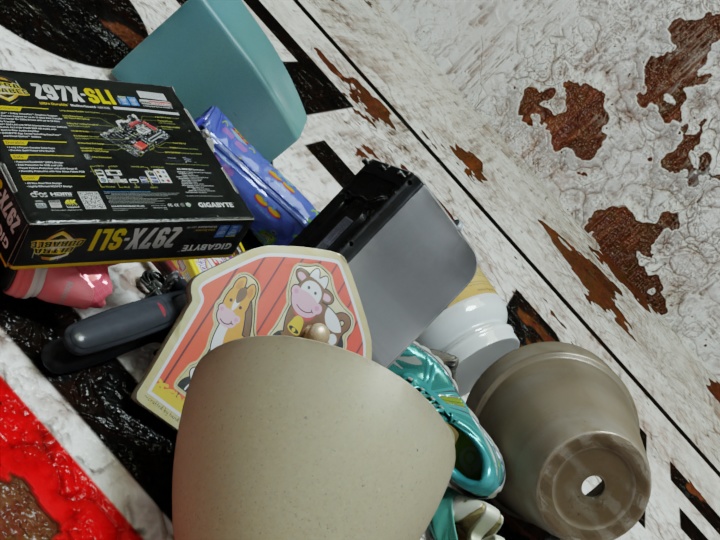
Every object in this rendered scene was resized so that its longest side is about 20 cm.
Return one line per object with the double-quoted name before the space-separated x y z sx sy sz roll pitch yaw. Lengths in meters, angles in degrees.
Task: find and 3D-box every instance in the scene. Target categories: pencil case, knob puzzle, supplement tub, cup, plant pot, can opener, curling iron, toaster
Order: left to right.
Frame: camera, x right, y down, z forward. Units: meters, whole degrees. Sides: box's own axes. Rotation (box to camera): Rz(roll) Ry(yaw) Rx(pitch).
"curling iron" -0.211 -0.040 0.918 0.201 0.026 0.049 54 18 19
"can opener" -0.168 0.044 0.793 0.079 0.063 0.200 52 20 13
"plant pot" -0.163 -0.219 1.204 0.200 0.141 0.142 49 19 -17
"pencil case" -0.123 -0.094 1.121 0.200 0.078 0.087 44 -9 -8
"knob puzzle" -0.060 0.067 0.821 0.218 0.030 0.223 4 83 -33
"cup" -0.048 0.163 0.679 0.200 0.200 0.144 39 47 -20
"toaster" 0.000 0.000 0.972 0.119 0.200 0.181 45 -3 -16
"supplement tub" 0.085 0.039 1.204 0.144 0.145 0.201 14 37 -57
"plant pot" 0.216 0.192 1.050 0.200 0.200 0.174 43 3 -11

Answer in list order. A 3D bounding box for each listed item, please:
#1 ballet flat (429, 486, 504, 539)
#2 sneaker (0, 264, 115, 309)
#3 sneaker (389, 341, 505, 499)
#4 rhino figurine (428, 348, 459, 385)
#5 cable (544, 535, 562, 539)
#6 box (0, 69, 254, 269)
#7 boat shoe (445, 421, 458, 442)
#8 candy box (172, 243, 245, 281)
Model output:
"ballet flat" 0.109 0.261 0.948 0.067 0.070 0.201 35 23 -24
"sneaker" -0.223 -0.038 0.807 0.086 0.074 0.201 23 36 -20
"sneaker" 0.073 0.140 1.005 0.200 0.077 0.080 47 3 16
"rhino figurine" 0.034 0.069 1.107 0.200 0.088 0.060 44 9 13
"cable" 0.231 0.362 1.009 0.201 0.069 0.200 52 20 11
"box" -0.198 -0.079 0.769 0.199 0.049 0.160 -5 50 -47
"boat shoe" -0.002 0.135 0.904 0.198 0.073 0.065 26 65 -15
"candy box" -0.138 0.005 0.986 0.102 0.026 0.201 16 37 -50
